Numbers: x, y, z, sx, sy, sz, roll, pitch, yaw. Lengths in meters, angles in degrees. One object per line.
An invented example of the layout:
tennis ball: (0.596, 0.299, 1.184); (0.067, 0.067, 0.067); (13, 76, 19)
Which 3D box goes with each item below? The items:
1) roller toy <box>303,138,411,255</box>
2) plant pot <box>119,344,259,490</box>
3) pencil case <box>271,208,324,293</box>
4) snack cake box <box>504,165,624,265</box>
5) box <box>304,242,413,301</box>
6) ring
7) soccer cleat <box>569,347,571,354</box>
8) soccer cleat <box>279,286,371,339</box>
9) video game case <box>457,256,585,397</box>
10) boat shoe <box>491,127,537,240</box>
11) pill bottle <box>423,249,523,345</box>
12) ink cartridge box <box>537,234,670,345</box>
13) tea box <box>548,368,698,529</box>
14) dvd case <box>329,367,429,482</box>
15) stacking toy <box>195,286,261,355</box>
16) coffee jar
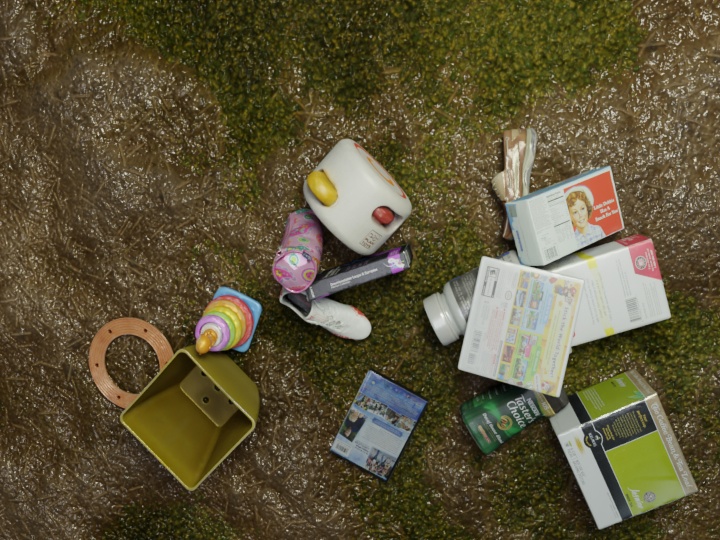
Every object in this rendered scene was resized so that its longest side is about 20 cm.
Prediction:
roller toy: (-0.010, -0.127, 1.111); (0.182, 0.200, 0.140); (44, 104, -8)
plant pot: (-0.314, 0.265, 1.229); (0.200, 0.176, 0.200); (45, 102, -2)
pencil case: (-0.112, -0.042, 1.134); (0.085, 0.201, 0.090); (1, 118, 2)
snack cake box: (0.361, -0.096, 1.085); (0.196, 0.067, 0.118); (-21, 97, -21)
box: (0.000, 0.000, 1.157); (0.195, 0.143, 0.037); (-20, 96, 10)
ring: (-0.487, 0.199, 1.320); (0.194, 0.019, 0.207); (2, 100, 8)
soccer cleat: (0.299, 0.131, 1.145); (0.198, 0.067, 0.075); (-15, 86, 53)
soccer cleat: (-0.071, 0.085, 1.210); (0.197, 0.085, 0.070); (29, 103, 2)
video game case: (0.276, 0.095, 1.067); (0.177, 0.023, 0.206); (13, 92, 16)
boat shoe: (0.276, -0.160, 1.132); (0.070, 0.076, 0.206); (8, 92, 9)
pill bottle: (0.224, 0.055, 1.153); (0.196, 0.114, 0.116); (-27, 96, 11)
ink cartridge box: (0.439, 0.036, 1.129); (0.195, 0.083, 0.149); (-17, 99, 10)
tea box: (0.484, 0.332, 1.160); (0.193, 0.134, 0.204); (-25, 97, 12)
dvd case: (0.038, 0.322, 1.274); (0.140, 0.018, 0.204); (26, 102, 1)
stacking toy: (-0.275, 0.117, 1.184); (0.107, 0.200, 0.119); (23, 104, 2)
coffee jar: (0.298, 0.261, 1.195); (0.198, 0.085, 0.105); (-35, 92, 12)
